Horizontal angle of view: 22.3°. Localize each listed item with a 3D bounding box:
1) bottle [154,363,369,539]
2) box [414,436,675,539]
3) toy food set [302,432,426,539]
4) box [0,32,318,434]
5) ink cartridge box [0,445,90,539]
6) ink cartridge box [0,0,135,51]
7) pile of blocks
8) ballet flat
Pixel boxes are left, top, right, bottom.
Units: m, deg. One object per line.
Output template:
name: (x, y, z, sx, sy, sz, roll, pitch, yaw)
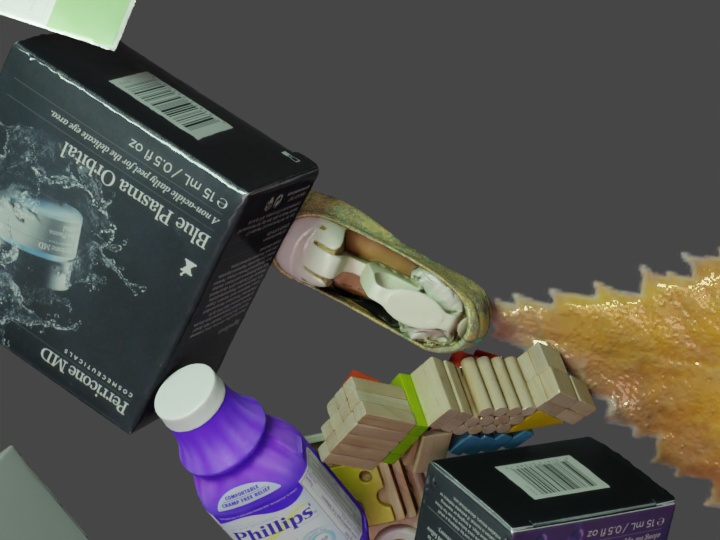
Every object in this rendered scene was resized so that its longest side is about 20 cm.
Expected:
bottle: (-0.069, 0.142, 1.253, 0.084, 0.065, 0.200, -23, 129, 15)
box: (0.117, 0.233, 1.285, 0.148, 0.104, 0.200, -6, 115, -32)
toy food set: (-0.008, 0.210, 1.358, 0.143, 0.060, 0.200, -14, 107, 15)
box: (-0.169, -0.031, 1.254, 0.197, 0.117, 0.200, 33, 113, 13)
ink cartridge box: (-0.317, 0.263, 1.390, 0.200, 0.147, 0.145, -34, 100, 19)
ink cartridge box: (-0.228, -0.231, 1.213, 0.200, 0.048, 0.146, 19, 77, 3)
pile of blocks: (0.063, 0.093, 1.293, 0.200, 0.062, 0.082, -5, 141, -17)
ballet flat: (0.000, 0.000, 1.280, 0.200, 0.071, 0.071, 27, 112, 1)
